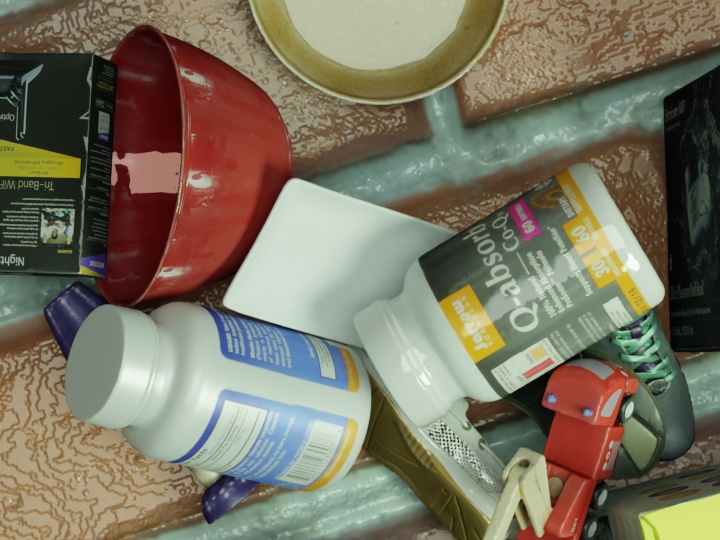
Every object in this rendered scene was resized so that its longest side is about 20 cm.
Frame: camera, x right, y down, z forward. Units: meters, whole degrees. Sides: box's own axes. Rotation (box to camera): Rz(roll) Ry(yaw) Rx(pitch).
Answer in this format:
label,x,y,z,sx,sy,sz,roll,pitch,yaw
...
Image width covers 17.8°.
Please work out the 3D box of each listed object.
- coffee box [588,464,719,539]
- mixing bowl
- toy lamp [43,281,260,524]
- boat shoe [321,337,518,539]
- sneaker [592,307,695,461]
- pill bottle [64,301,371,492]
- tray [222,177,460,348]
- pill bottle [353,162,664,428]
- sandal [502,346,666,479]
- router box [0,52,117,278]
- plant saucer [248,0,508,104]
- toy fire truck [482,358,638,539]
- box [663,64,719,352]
label,x,y,z,sx,sy,sz,roll,pitch,yaw
coffee box,0.295,0.240,1.649,0.199,0.198,0.201,-14,89,-6
mixing bowl,-0.115,-0.069,1.643,0.108,0.200,0.201,5,87,-25
toy lamp,-0.156,0.095,1.685,0.058,0.058,0.200,-39,91,-6
boat shoe,0.049,0.116,1.703,0.069,0.071,0.200,-37,83,-32
sneaker,0.194,0.051,1.703,0.074,0.088,0.200,-25,90,-6
pill bottle,-0.102,0.085,1.616,0.200,0.112,0.112,16,85,-32
tray,0.000,0.000,1.644,0.200,0.022,0.108,17,110,-37
pill bottle,0.103,0.021,1.615,0.200,0.116,0.117,-32,90,6
sandal,0.142,0.079,1.700,0.201,0.057,0.080,33,101,21
router box,-0.278,-0.077,1.653,0.199,0.052,0.158,3,87,15
plant saucer,0.012,-0.222,1.725,0.200,0.035,0.201,0,88,-5
toy fire truck,0.122,0.157,1.597,0.049,0.141,0.201,20,97,28
box,0.295,-0.041,1.663,0.117,0.197,0.201,-1,87,-4
